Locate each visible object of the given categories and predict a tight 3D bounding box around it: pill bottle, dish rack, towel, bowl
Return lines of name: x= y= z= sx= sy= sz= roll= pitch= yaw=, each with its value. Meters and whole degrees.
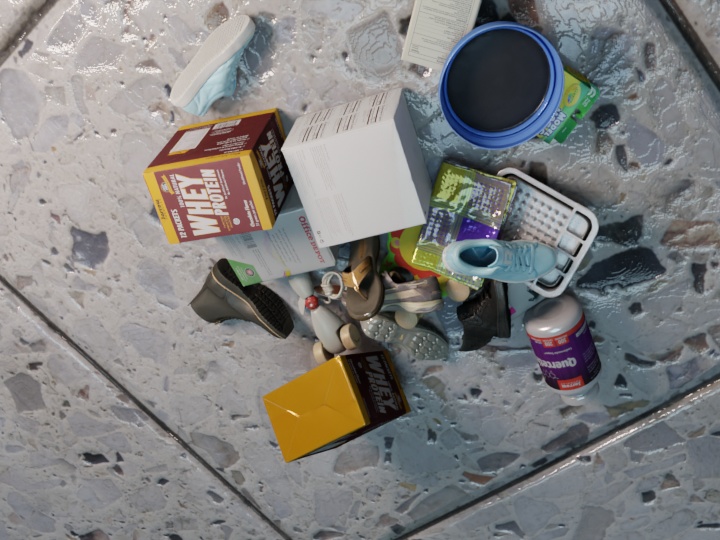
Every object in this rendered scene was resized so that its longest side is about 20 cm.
pill bottle: x=0.385 y=0.152 z=1.593 sx=0.110 sy=0.113 sz=0.203 roll=-17 pitch=116 yaw=19
dish rack: x=0.300 y=-0.070 z=1.483 sx=0.198 sy=0.043 sz=0.174 roll=31 pitch=115 yaw=11
towel: x=0.178 y=-0.082 z=1.477 sx=0.141 sy=0.023 sz=0.204 roll=22 pitch=104 yaw=10
bowl: x=0.218 y=-0.290 z=1.329 sx=0.196 sy=0.040 sz=0.204 roll=-1 pitch=123 yaw=-1

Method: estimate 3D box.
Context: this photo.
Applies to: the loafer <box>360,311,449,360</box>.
loafer: x=0.087 y=0.119 z=1.655 sx=0.197 sy=0.070 sz=0.071 roll=25 pitch=110 yaw=-25

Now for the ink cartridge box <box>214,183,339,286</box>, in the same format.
ink cartridge box: x=-0.151 y=-0.067 z=1.557 sx=0.196 sy=0.089 sz=0.147 roll=-11 pitch=130 yaw=19

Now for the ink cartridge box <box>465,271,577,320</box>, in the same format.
ink cartridge box: x=0.269 y=-0.005 z=1.561 sx=0.199 sy=0.044 sz=0.173 roll=-38 pitch=110 yaw=27

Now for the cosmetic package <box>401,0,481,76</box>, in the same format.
cosmetic package: x=0.136 y=-0.420 z=1.316 sx=0.101 sy=0.074 sz=0.203 roll=15 pitch=123 yaw=-1

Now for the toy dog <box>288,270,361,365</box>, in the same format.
toy dog: x=-0.065 y=0.081 z=1.659 sx=0.129 sy=0.096 sz=0.204 roll=-5 pitch=105 yaw=16

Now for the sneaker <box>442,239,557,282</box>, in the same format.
sneaker: x=0.239 y=-0.015 z=1.413 sx=0.195 sy=0.082 sz=0.076 roll=-2 pitch=92 yaw=-5

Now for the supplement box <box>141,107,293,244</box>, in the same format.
supplement box: x=-0.235 y=-0.164 z=1.460 sx=0.193 sy=0.201 sz=0.135 roll=-8 pitch=120 yaw=14

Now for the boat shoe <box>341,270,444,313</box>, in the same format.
boat shoe: x=0.059 y=0.036 z=1.544 sx=0.196 sy=0.074 sz=0.075 roll=0 pitch=94 yaw=22

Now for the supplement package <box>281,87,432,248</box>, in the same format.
supplement package: x=0.000 y=-0.174 z=1.444 sx=0.196 sy=0.148 sz=0.194 roll=-12 pitch=119 yaw=16

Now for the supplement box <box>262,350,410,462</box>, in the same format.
supplement box: x=-0.043 y=0.261 z=1.655 sx=0.195 sy=0.199 sz=0.135 roll=-30 pitch=75 yaw=24

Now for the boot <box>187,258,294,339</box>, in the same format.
boot: x=-0.239 y=0.086 z=1.694 sx=0.200 sy=0.078 sz=0.138 roll=45 pitch=123 yaw=-2

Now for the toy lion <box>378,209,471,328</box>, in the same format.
toy lion: x=0.111 y=-0.017 z=1.562 sx=0.198 sy=0.069 sz=0.194 roll=-31 pitch=96 yaw=32

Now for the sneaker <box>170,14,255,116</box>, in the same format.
sneaker: x=-0.235 y=-0.344 z=1.442 sx=0.199 sy=0.075 sz=0.081 roll=-40 pitch=138 yaw=22

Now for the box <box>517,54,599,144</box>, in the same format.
box: x=0.282 y=-0.295 z=1.382 sx=0.198 sy=0.049 sz=0.118 roll=30 pitch=121 yaw=-10

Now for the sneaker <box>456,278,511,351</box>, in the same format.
sneaker: x=0.220 y=0.075 z=1.548 sx=0.102 sy=0.061 sz=0.202 roll=0 pitch=138 yaw=16

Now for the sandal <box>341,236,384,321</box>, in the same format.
sandal: x=0.000 y=0.000 z=1.518 sx=0.081 sy=0.204 sz=0.054 roll=-20 pitch=141 yaw=31
